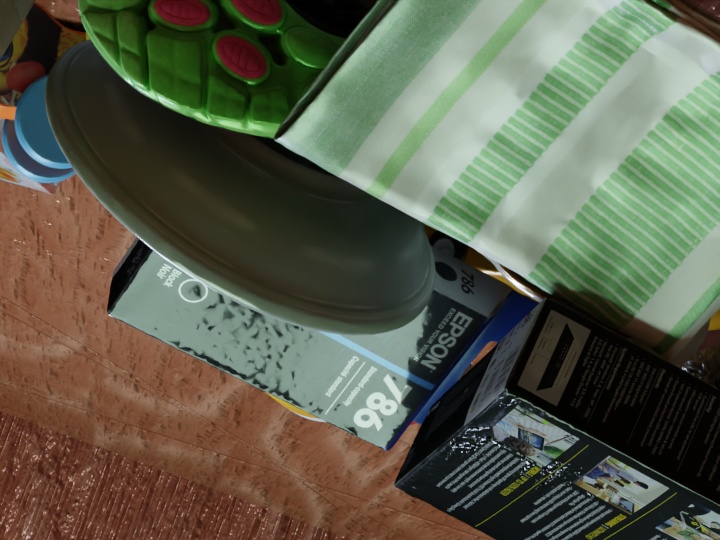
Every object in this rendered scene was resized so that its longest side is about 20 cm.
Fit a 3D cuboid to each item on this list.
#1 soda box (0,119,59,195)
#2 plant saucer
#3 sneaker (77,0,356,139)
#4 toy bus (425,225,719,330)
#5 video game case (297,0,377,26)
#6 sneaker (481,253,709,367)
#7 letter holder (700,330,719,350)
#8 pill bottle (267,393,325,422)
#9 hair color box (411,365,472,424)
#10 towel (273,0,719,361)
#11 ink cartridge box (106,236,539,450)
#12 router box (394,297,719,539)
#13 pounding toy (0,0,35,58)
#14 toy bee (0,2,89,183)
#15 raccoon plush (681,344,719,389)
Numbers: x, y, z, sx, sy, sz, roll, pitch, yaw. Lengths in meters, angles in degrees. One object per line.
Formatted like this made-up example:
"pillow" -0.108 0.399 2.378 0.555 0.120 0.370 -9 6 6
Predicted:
"soda box" -0.219 -0.110 1.496 0.063 0.069 0.200 16 167 23
"plant saucer" -0.043 -0.055 1.235 0.199 0.050 0.201 27 -153 -15
"sneaker" -0.030 -0.081 1.177 0.199 0.077 0.084 24 170 -5
"toy bus" 0.114 -0.015 1.355 0.065 0.079 0.199 28 166 -39
"video game case" -0.022 -0.126 1.200 0.180 0.026 0.200 26 167 -25
"sneaker" 0.074 -0.037 1.241 0.200 0.073 0.085 41 -177 34
"letter holder" 0.209 0.104 1.587 0.100 0.143 0.199 28 166 -35
"pill bottle" -0.028 0.030 1.717 0.110 0.112 0.200 14 167 25
"hair color box" 0.000 0.000 1.448 0.064 0.112 0.200 -16 156 11
"towel" 0.089 -0.056 1.107 0.199 0.023 0.153 28 124 -19
"ink cartridge box" -0.012 0.020 1.318 0.199 0.100 0.039 25 -148 -17
"router box" 0.110 0.091 1.237 0.149 0.051 0.200 29 160 -4
"pounding toy" -0.255 -0.137 1.212 0.199 0.143 0.184 30 168 -2
"toy bee" -0.157 -0.101 1.387 0.199 0.110 0.131 5 173 -36
"raccoon plush" 0.225 0.048 1.306 0.199 0.134 0.097 -23 105 46
